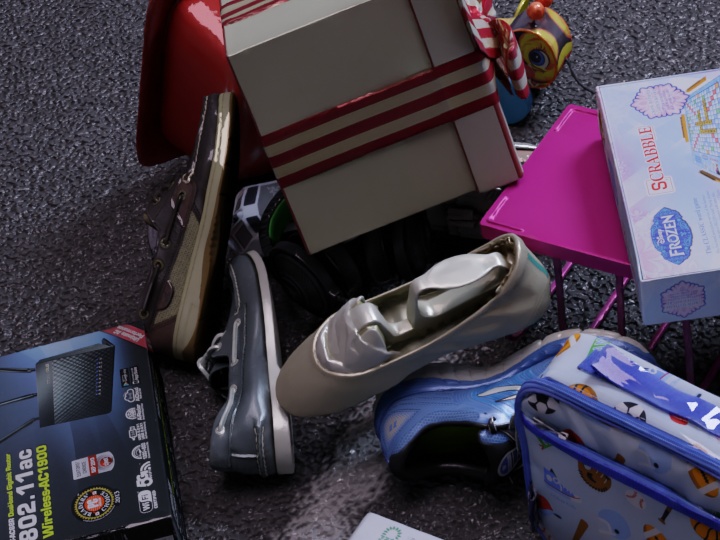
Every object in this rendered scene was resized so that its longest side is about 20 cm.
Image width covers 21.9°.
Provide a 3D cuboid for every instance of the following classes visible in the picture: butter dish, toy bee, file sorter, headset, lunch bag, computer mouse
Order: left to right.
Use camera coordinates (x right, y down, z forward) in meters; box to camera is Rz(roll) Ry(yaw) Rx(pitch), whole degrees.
[{"bbox_3d":[-0.067,-0.033,1.438,0.198,0.044,0.110,-13,44,2],"label":"computer mouse"},{"bbox_3d":[-0.062,-0.145,1.461,0.199,0.201,0.148,-24,57,-28],"label":"butter dish"},{"bbox_3d":[0.000,0.000,1.344,0.122,0.094,0.201,-22,41,-1],"label":"headset"},{"bbox_3d":[0.131,-0.183,1.513,0.197,0.110,0.132,-4,40,10],"label":"toy bee"},{"bbox_3d":[0.177,0.128,1.102,0.199,0.161,0.075,25,51,34],"label":"lunch bag"},{"bbox_3d":[0.206,-0.004,1.274,0.198,0.126,0.139,16,47,28],"label":"file sorter"}]

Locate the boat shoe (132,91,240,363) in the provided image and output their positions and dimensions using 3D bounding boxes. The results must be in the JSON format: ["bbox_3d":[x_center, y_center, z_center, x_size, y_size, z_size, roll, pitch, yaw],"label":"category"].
[{"bbox_3d":[-0.129,-0.036,1.363,0.064,0.073,0.202,8,80,5],"label":"boat shoe"}]

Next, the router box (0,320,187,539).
[{"bbox_3d":[-0.202,0.134,1.263,0.148,0.063,0.201,-15,40,-2],"label":"router box"}]

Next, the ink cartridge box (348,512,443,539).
[{"bbox_3d":[0.040,0.250,1.088,0.198,0.044,0.197,18,47,27],"label":"ink cartridge box"}]

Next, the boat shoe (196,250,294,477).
[{"bbox_3d":[-0.086,0.062,1.311,0.061,0.073,0.201,-9,45,-3],"label":"boat shoe"}]

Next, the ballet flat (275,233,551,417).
[{"bbox_3d":[0.028,0.032,1.218,0.198,0.070,0.070,-25,40,2],"label":"ballet flat"}]

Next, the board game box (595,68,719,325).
[{"bbox_3d":[0.262,-0.059,1.194,0.197,0.041,0.201,-8,41,4],"label":"board game box"}]

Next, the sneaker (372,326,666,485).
[{"bbox_3d":[0.107,0.101,1.218,0.198,0.079,0.090,-14,37,10],"label":"sneaker"}]

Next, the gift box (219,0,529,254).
[{"bbox_3d":[0.011,-0.149,1.288,0.185,0.201,0.185,-20,31,3],"label":"gift box"}]

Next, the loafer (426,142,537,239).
[{"bbox_3d":[0.126,-0.055,1.400,0.197,0.072,0.063,-6,47,2],"label":"loafer"}]
